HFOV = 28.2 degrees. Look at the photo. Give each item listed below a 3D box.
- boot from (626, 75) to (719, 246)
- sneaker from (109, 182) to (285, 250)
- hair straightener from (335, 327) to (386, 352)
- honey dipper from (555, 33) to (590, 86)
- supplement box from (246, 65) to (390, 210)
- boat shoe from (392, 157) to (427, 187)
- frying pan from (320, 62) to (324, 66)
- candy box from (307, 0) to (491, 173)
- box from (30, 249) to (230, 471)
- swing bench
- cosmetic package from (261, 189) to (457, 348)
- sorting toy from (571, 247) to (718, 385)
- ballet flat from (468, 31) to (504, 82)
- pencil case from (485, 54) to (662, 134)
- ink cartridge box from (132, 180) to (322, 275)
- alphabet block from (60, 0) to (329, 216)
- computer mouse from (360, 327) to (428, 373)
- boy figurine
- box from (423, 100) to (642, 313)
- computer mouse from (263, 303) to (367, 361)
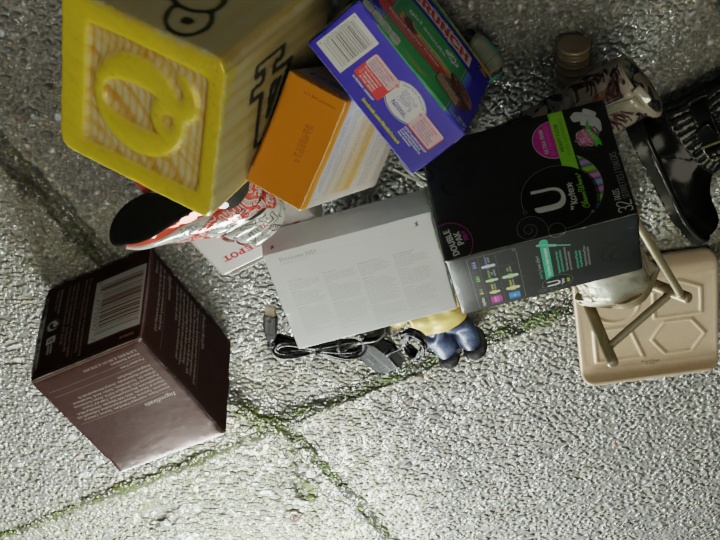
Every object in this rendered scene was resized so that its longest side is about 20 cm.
[{"bbox_3d":[0.417,-0.129,1.664,0.158,0.080,0.211,-23,129,19],"label":"boot"},{"bbox_3d":[-0.180,-0.051,1.614,0.201,0.067,0.108,-21,145,31],"label":"sneaker"},{"bbox_3d":[0.023,0.026,1.749,0.077,0.041,0.200,30,115,7],"label":"hair straightener"},{"bbox_3d":[0.240,-0.181,1.644,0.038,0.038,0.200,-3,137,1],"label":"honey dipper"},{"bbox_3d":[-0.028,-0.146,1.503,0.073,0.200,0.126,30,110,15],"label":"supplement box"},{"bbox_3d":[0.082,-0.121,1.603,0.075,0.200,0.062,31,95,10],"label":"boat shoe"},{"bbox_3d":[-0.055,-0.168,1.603,0.115,0.031,0.190,30,100,-35],"label":"frying pan"},{"bbox_3d":[0.047,-0.215,1.460,0.077,0.200,0.169,-34,103,24],"label":"candy box"},{"bbox_3d":[-0.285,0.115,1.814,0.164,0.166,0.200,-22,129,17],"label":"box"},{"bbox_3d":[0.254,-0.030,1.677,0.130,0.200,0.199,-41,135,0],"label":"swing bench"},{"bbox_3d":[0.000,0.000,1.681,0.200,0.052,0.151,-14,130,5],"label":"cosmetic package"},{"bbox_3d":[0.373,0.059,1.875,0.185,0.037,0.200,-8,128,6],"label":"sorting toy"},{"bbox_3d":[0.070,-0.200,1.612,0.200,0.067,0.064,-32,99,25],"label":"ballet flat"},{"bbox_3d":[0.232,-0.163,1.571,0.200,0.089,0.078,-27,114,29],"label":"pencil case"},{"bbox_3d":[-0.156,-0.107,1.666,0.147,0.083,0.200,-25,129,20],"label":"ink cartridge box"},{"bbox_3d":[-0.167,-0.211,1.445,0.195,0.200,0.197,26,134,18],"label":"alphabet block"},{"bbox_3d":[0.046,0.095,1.840,0.059,0.034,0.200,43,158,-8],"label":"computer mouse"},{"bbox_3d":[0.086,0.045,1.830,0.124,0.064,0.200,-22,129,18],"label":"boy figurine"},{"bbox_3d":[0.178,-0.065,1.498,0.200,0.149,0.124,-14,149,6],"label":"box"},{"bbox_3d":[-0.053,0.028,1.805,0.140,0.046,0.200,-1,126,-15],"label":"computer mouse"}]
